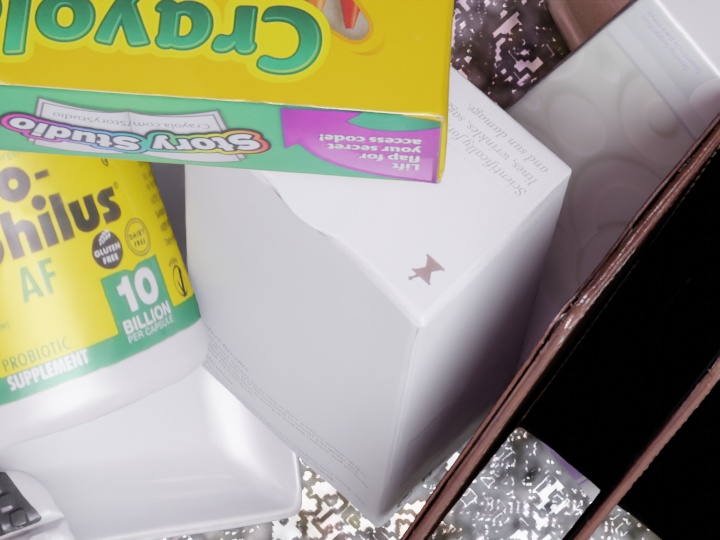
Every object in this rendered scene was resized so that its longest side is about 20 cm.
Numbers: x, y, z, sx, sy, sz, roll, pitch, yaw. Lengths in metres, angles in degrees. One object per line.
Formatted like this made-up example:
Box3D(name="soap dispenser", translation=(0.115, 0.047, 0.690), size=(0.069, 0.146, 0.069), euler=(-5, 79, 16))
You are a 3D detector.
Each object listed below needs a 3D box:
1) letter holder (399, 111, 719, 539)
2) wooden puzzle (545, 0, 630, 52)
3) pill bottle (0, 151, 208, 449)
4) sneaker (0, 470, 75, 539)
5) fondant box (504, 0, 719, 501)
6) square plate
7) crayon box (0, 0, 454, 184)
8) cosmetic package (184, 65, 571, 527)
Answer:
Box3D(name="letter holder", translation=(0.095, 0.063, 0.796), size=(0.100, 0.200, 0.142), euler=(39, 50, 8))
Box3D(name="wooden puzzle", translation=(0.197, -0.080, 0.951), size=(0.199, 0.046, 0.186), euler=(-30, 92, -6))
Box3D(name="pill bottle", translation=(-0.136, -0.045, 0.841), size=(0.112, 0.113, 0.201), euler=(-18, 96, -1))
Box3D(name="sneaker", translation=(-0.117, 0.174, 0.861), size=(0.075, 0.081, 0.201), euler=(-16, 70, 4))
Box3D(name="fondant box", translation=(0.110, -0.013, 0.876), size=(0.144, 0.200, 0.058), euler=(49, 52, -1))
Box3D(name="square plate", translation=(-0.126, 0.011, 0.921), size=(0.197, 0.028, 0.202), euler=(-7, 91, -25))
Box3D(name="crayon box", translation=(-0.066, -0.123, 0.754), size=(0.198, 0.058, 0.174), euler=(4, 67, 2))
Box3D(name="cosmetic package", translation=(0.000, 0.000, 0.843), size=(0.113, 0.200, 0.081), euler=(42, 68, 13))
